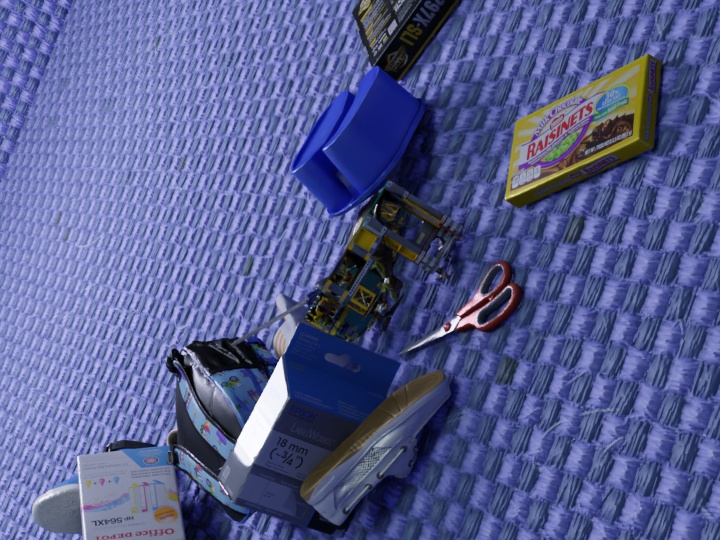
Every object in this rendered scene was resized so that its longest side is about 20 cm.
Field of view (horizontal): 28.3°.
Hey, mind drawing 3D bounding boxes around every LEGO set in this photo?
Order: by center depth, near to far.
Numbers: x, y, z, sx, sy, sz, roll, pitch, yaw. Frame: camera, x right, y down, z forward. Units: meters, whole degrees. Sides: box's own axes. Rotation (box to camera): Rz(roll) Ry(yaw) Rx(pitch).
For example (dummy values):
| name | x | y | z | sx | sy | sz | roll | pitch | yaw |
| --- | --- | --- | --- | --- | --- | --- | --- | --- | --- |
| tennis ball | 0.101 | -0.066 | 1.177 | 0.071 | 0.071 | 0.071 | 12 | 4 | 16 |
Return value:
| name | x | y | z | sx | sy | sz | roll | pitch | yaw |
| --- | --- | --- | --- | --- | --- | --- | --- | --- | --- |
| LEGO set | 0.034 | 0.005 | 1.603 | 0.200 | 0.116 | 0.154 | -58 | 0 | -30 |

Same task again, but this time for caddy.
| name | x | y | z | sx | sy | sz | roll | pitch | yaw |
| --- | --- | --- | --- | --- | --- | --- | --- | --- | --- |
| caddy | 0.005 | -0.153 | 1.757 | 0.141 | 0.105 | 0.200 | -32 | 23 | 46 |

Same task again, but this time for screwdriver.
| name | x | y | z | sx | sy | sz | roll | pitch | yaw |
| --- | --- | --- | --- | --- | --- | --- | --- | --- | --- |
| screwdriver | -0.075 | 0.046 | 1.709 | 0.029 | 0.200 | 0.028 | 20 | 130 | 38 |

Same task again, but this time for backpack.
| name | x | y | z | sx | sy | sz | roll | pitch | yaw |
| --- | --- | --- | --- | --- | --- | --- | --- | --- | --- |
| backpack | -0.137 | 0.191 | 1.688 | 0.200 | 0.134 | 0.183 | 39 | 132 | 51 |

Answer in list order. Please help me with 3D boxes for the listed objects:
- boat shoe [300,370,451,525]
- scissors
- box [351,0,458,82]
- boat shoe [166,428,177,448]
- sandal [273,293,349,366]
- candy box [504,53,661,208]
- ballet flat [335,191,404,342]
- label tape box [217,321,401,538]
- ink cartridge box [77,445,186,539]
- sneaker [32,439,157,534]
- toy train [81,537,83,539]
| name | x | y | z | sx | sy | sz | roll | pitch | yaw |
| --- | --- | --- | --- | --- | --- | --- | --- | --- | --- |
| boat shoe | 0.029 | 0.190 | 1.518 | 0.200 | 0.069 | 0.071 | -42 | 10 | 5 |
| scissors | 0.102 | 0.062 | 1.534 | 0.200 | 0.014 | 0.073 | -43 | 38 | 35 |
| box | 0.072 | -0.368 | 1.871 | 0.200 | 0.049 | 0.160 | -52 | 29 | 25 |
| boat shoe | -0.196 | 0.246 | 1.855 | 0.200 | 0.065 | 0.072 | 19 | 86 | 62 |
| sandal | -0.071 | 0.091 | 1.750 | 0.059 | 0.079 | 0.207 | -57 | 21 | 7 |
| candy box | 0.225 | -0.140 | 1.462 | 0.200 | 0.026 | 0.102 | -25 | 46 | 51 |
| ballet flat | 0.000 | 0.000 | 1.712 | 0.067 | 0.068 | 0.200 | -16 | 46 | 60 |
| label tape box | -0.045 | 0.177 | 1.564 | 0.200 | 0.144 | 0.063 | -63 | 28 | 8 |
| ink cartridge box | -0.292 | 0.343 | 1.839 | 0.200 | 0.128 | 0.125 | -111 | 20 | -52 |
| sneaker | -0.362 | 0.299 | 2.003 | 0.111 | 0.200 | 0.077 | -131 | 24 | -66 |
| toy train | -0.383 | 0.444 | 2.016 | 0.200 | 0.087 | 0.114 | -47 | 25 | 34 |
